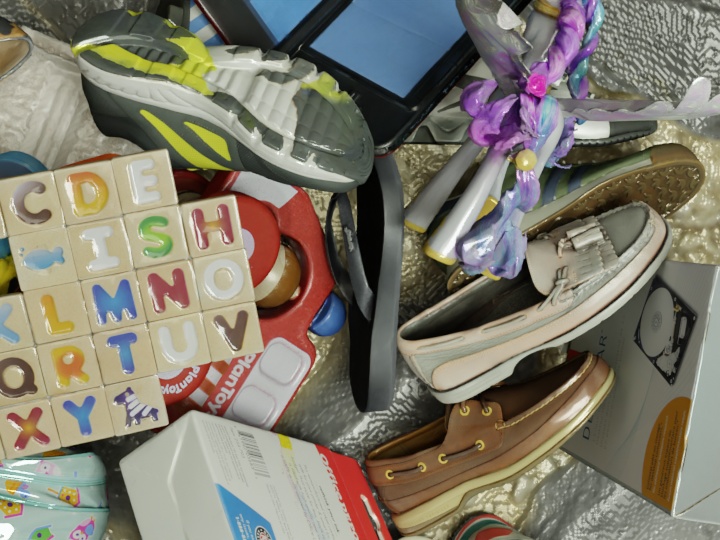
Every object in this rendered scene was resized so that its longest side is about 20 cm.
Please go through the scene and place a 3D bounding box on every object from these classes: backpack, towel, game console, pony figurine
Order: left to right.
[{"bbox_3d":[-0.266,0.163,0.716,0.199,0.167,0.127,12,86,-15],"label":"backpack"},{"bbox_3d":[-0.218,-0.058,0.769,0.132,0.034,0.201,19,90,-8],"label":"towel"},{"bbox_3d":[0.004,-0.205,0.726,0.172,0.119,0.200,33,71,26],"label":"game console"},{"bbox_3d":[0.102,-0.095,0.678,0.166,0.193,0.201,25,99,-12],"label":"pony figurine"}]

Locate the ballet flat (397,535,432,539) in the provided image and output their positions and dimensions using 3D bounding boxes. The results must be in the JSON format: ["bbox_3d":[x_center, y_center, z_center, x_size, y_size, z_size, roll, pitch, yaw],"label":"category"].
[{"bbox_3d":[0.061,0.293,0.802,0.069,0.069,0.201,-16,101,-7],"label":"ballet flat"}]

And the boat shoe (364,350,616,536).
[{"bbox_3d":[0.086,0.113,0.778,0.200,0.072,0.068,-37,94,22],"label":"boat shoe"}]

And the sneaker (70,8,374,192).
[{"bbox_3d":[-0.085,-0.096,0.696,0.199,0.085,0.075,25,57,4],"label":"sneaker"}]

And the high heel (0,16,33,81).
[{"bbox_3d":[-0.290,-0.091,0.680,0.142,0.072,0.201,-2,51,12],"label":"high heel"}]

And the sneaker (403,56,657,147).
[{"bbox_3d":[0.122,-0.132,0.797,0.199,0.074,0.089,1,95,-9],"label":"sneaker"}]

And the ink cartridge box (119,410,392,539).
[{"bbox_3d":[-0.056,0.173,0.730,0.067,0.200,0.117,-36,57,17],"label":"ink cartridge box"}]

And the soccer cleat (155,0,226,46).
[{"bbox_3d":[-0.097,-0.202,0.772,0.086,0.070,0.201,24,78,-41],"label":"soccer cleat"}]

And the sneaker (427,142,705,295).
[{"bbox_3d":[0.138,-0.058,0.795,0.199,0.090,0.067,-25,139,0],"label":"sneaker"}]

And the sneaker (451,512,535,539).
[{"bbox_3d":[0.156,0.259,0.811,0.199,0.093,0.070,38,87,-8],"label":"sneaker"}]

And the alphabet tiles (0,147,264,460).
[{"bbox_3d":[-0.162,0.022,0.650,0.199,0.008,0.168,-11,106,-7],"label":"alphabet tiles"}]

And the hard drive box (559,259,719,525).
[{"bbox_3d":[0.214,0.072,0.756,0.076,0.200,0.157,10,91,-11],"label":"hard drive box"}]

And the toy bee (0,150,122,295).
[{"bbox_3d":[-0.222,-0.021,0.714,0.131,0.199,0.109,-44,133,-36],"label":"toy bee"}]

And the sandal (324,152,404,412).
[{"bbox_3d":[0.000,0.001,0.753,0.043,0.076,0.202,-2,99,-14],"label":"sandal"}]

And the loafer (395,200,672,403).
[{"bbox_3d":[0.113,0.015,0.739,0.200,0.072,0.063,-37,120,16],"label":"loafer"}]

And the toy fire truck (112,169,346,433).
[{"bbox_3d":[-0.094,0.030,0.763,0.168,0.112,0.201,38,81,-37],"label":"toy fire truck"}]
